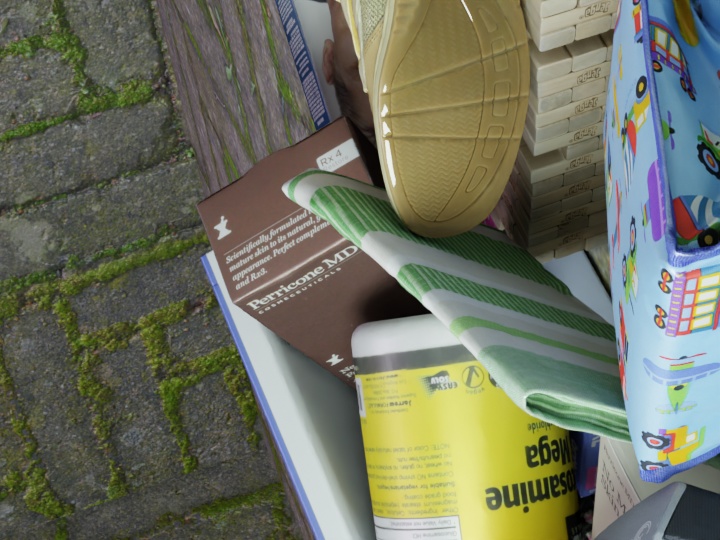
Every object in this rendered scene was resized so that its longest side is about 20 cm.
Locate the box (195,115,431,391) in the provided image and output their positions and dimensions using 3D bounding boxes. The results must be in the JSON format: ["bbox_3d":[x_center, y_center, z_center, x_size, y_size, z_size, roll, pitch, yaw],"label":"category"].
[{"bbox_3d":[0.000,0.000,0.887,0.200,0.100,0.075,41,-157,-57],"label":"box"}]

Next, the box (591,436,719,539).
[{"bbox_3d":[0.159,0.150,0.757,0.201,0.068,0.083,83,167,-49],"label":"box"}]

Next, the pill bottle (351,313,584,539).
[{"bbox_3d":[0.062,0.122,0.824,0.112,0.111,0.202,162,100,-80],"label":"pill bottle"}]

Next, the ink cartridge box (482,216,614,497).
[{"bbox_3d":[0.119,0.042,0.887,0.120,0.042,0.201,85,163,-53],"label":"ink cartridge box"}]

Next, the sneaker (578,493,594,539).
[{"bbox_3d":[0.121,0.167,0.976,0.087,0.080,0.201,86,163,-49],"label":"sneaker"}]

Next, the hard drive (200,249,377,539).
[{"bbox_3d":[-0.025,0.085,0.905,0.202,0.025,0.132,66,-167,13],"label":"hard drive"}]

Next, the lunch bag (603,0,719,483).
[{"bbox_3d":[0.126,-0.049,0.579,0.151,0.093,0.202,82,177,-55],"label":"lunch bag"}]

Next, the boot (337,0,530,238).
[{"bbox_3d":[0.013,-0.124,0.718,0.155,0.072,0.202,-154,55,-68],"label":"boot"}]

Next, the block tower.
[{"bbox_3d":[0.097,-0.081,0.742,0.201,0.053,0.058,85,165,-55],"label":"block tower"}]

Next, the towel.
[{"bbox_3d":[0.064,0.018,0.686,0.200,0.152,0.024,45,110,46],"label":"towel"}]

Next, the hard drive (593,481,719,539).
[{"bbox_3d":[0.144,0.153,0.643,0.201,0.133,0.043,111,174,-56],"label":"hard drive"}]

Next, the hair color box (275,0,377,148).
[{"bbox_3d":[0.001,-0.170,0.992,0.061,0.099,0.202,165,87,-79],"label":"hair color box"}]
